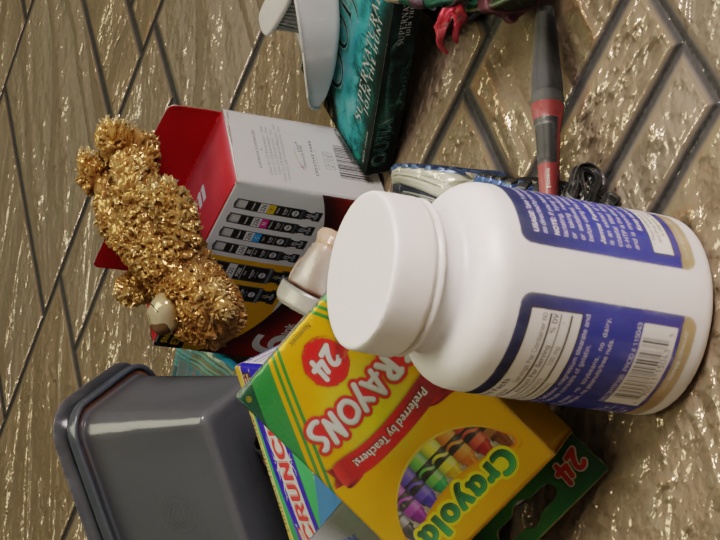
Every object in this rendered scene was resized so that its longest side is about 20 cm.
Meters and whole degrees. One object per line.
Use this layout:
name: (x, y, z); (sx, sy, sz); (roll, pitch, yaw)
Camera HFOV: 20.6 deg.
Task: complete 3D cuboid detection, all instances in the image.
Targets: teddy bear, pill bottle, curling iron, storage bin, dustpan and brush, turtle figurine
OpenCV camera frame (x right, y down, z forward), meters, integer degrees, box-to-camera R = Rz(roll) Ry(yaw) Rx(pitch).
teddy bear: (-0.164, -0.024, 1.532); (0.145, 0.067, 0.201); (-20, 91, 48)
pill bottle: (0.089, 0.013, 1.136); (0.120, 0.199, 0.120); (-35, 50, 58)
curling iron: (0.129, -0.099, 1.284); (0.201, 0.049, 0.026); (-96, 29, -41)
storage bin: (-0.126, 0.170, 1.564); (0.134, 0.145, 0.201); (-7, 107, 31)
dustpan and brush: (-0.050, -0.219, 1.504); (0.200, 0.057, 0.140); (125, 130, -63)
turtle figurine: (0.092, -0.218, 1.335); (0.150, 0.101, 0.200); (-54, 24, -17)

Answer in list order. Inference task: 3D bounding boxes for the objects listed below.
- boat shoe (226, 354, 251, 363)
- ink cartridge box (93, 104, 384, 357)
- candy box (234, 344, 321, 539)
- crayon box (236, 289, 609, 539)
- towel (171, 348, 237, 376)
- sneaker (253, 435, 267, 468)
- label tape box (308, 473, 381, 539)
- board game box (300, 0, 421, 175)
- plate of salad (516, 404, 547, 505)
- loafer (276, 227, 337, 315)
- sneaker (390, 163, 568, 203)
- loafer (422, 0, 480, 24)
boat shoe: (-0.116, 0.011, 1.743); (0.072, 0.072, 0.201); (-44, 43, 53)
ink cartridge box: (-0.102, -0.027, 1.600); (0.084, 0.175, 0.200); (-105, 33, -40)
candy box: (0.001, 0.132, 1.368); (0.200, 0.077, 0.170); (-2, 108, 67)
crayon box: (0.038, 0.098, 1.217); (0.127, 0.200, 0.051); (-49, -5, 23)
towel: (-0.104, 0.158, 1.647); (0.200, 0.022, 0.147); (34, 115, 41)
sneaker: (-0.044, 0.165, 1.517); (0.075, 0.084, 0.201); (2, 84, 65)
label tape box: (0.005, 0.244, 1.286); (0.200, 0.063, 0.145); (39, 144, 44)
board game box: (0.000, -0.191, 1.517); (0.201, 0.028, 0.136); (100, 149, -45)
plate of salad: (0.068, 0.059, 1.309); (0.200, 0.048, 0.201); (50, 152, 39)
loafer: (0.000, 0.000, 1.419); (0.063, 0.072, 0.200); (-66, -13, 9)
sneaker: (0.072, -0.026, 1.343); (0.200, 0.077, 0.086); (-161, 77, -66)
loafer: (0.038, -0.234, 1.499); (0.200, 0.063, 0.072); (45, 122, 61)
